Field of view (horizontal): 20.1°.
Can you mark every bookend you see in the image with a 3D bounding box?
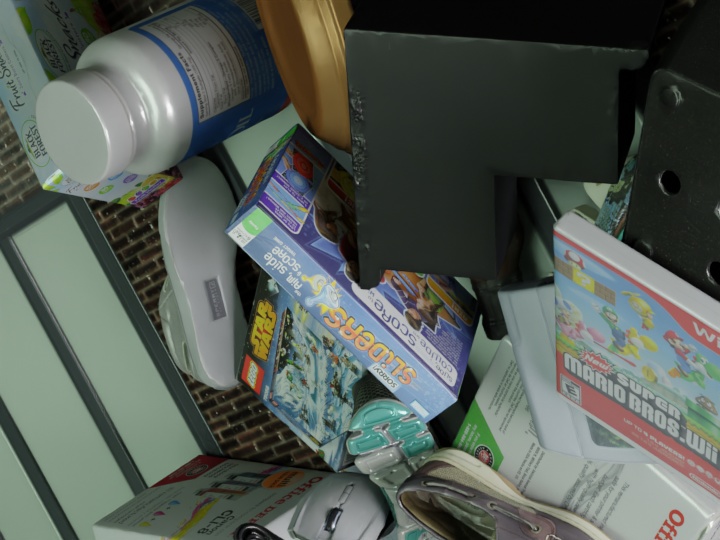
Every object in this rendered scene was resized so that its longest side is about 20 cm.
[{"bbox_3d":[0.099,-0.086,1.361,0.199,0.092,0.199,5,122,15],"label":"bookend"}]

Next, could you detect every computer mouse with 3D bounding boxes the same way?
[{"bbox_3d":[-0.020,0.194,1.590,0.109,0.200,0.044,13,106,12],"label":"computer mouse"}]

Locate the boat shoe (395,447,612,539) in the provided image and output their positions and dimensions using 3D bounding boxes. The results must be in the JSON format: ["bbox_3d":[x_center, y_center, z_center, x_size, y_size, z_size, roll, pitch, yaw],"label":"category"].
[{"bbox_3d":[0.111,0.199,1.464,0.200,0.065,0.072,32,133,29],"label":"boat shoe"}]

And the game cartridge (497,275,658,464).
[{"bbox_3d":[0.190,0.061,1.350,0.200,0.041,0.133,-11,103,41],"label":"game cartridge"}]

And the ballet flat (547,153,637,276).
[{"bbox_3d":[0.173,-0.032,1.393,0.074,0.074,0.200,42,135,19],"label":"ballet flat"}]

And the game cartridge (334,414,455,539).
[{"bbox_3d":[0.051,0.193,1.678,0.133,0.040,0.200,-33,88,46],"label":"game cartridge"}]

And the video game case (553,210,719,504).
[{"bbox_3d":[0.180,0.059,1.256,0.143,0.017,0.200,34,155,25],"label":"video game case"}]

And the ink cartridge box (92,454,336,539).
[{"bbox_3d":[-0.105,0.263,1.794,0.200,0.145,0.145,2,114,44],"label":"ink cartridge box"}]

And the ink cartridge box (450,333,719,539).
[{"bbox_3d":[0.177,0.140,1.477,0.200,0.083,0.147,43,137,20],"label":"ink cartridge box"}]

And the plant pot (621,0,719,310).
[{"bbox_3d":[0.264,-0.066,1.194,0.199,0.177,0.200,30,133,31],"label":"plant pot"}]

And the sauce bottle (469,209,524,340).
[{"bbox_3d":[0.082,-0.047,1.477,0.065,0.065,0.200,-5,109,47],"label":"sauce bottle"}]

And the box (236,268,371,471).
[{"bbox_3d":[-0.028,0.042,1.633,0.137,0.040,0.200,40,130,33],"label":"box"}]

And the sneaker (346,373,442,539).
[{"bbox_3d":[0.045,0.159,1.592,0.091,0.077,0.200,-106,-6,-59],"label":"sneaker"}]

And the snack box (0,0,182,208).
[{"bbox_3d":[-0.238,-0.153,1.645,0.053,0.142,0.200,-35,71,22],"label":"snack box"}]

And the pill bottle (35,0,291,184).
[{"bbox_3d":[-0.147,-0.139,1.551,0.112,0.200,0.113,25,129,34],"label":"pill bottle"}]

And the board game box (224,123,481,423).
[{"bbox_3d":[0.000,0.000,1.455,0.200,0.135,0.034,45,118,-12],"label":"board game box"}]

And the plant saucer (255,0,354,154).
[{"bbox_3d":[-0.039,-0.176,1.469,0.200,0.037,0.201,161,90,-81],"label":"plant saucer"}]

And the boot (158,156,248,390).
[{"bbox_3d":[-0.148,0.001,1.738,0.096,0.073,0.201,8,108,60],"label":"boot"}]
